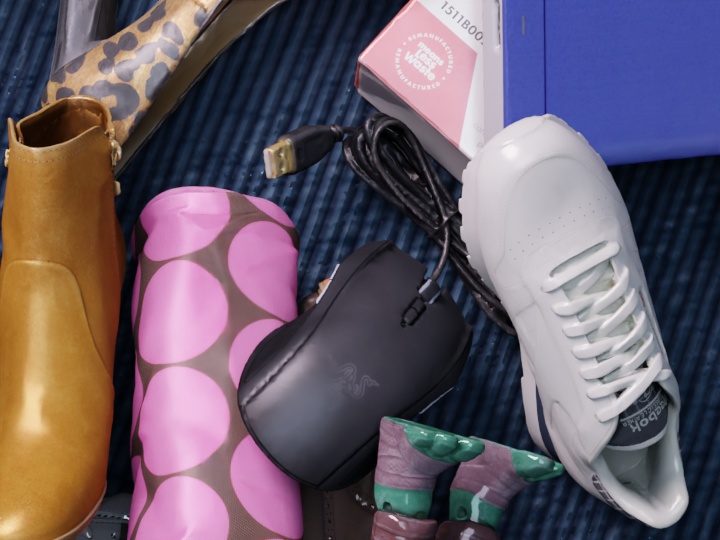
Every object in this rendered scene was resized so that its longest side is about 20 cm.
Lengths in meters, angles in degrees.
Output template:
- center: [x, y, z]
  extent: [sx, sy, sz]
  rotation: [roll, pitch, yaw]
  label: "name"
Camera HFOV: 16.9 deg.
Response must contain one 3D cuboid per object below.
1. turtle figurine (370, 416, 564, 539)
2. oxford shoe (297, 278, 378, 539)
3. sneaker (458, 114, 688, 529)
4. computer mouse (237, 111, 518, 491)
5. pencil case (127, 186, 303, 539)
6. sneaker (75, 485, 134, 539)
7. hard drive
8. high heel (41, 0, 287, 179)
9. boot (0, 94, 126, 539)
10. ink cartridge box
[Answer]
- center: [0.022, 0.166, 1.011]
  extent: [0.101, 0.150, 0.200]
  rotation: [13, 88, 21]
  label: "turtle figurine"
- center: [-0.012, 0.104, 1.098]
  extent: [0.073, 0.071, 0.200]
  rotation: [-11, 83, 1]
  label: "oxford shoe"
- center: [0.102, 0.022, 1.055]
  extent: [0.076, 0.081, 0.200]
  rotation: [-27, 125, -6]
  label: "sneaker"
- center: [0.000, 0.000, 1.063]
  extent: [0.140, 0.046, 0.200]
  rotation: [51, 42, 1]
  label: "computer mouse"
- center: [-0.068, 0.068, 1.072]
  extent: [0.091, 0.094, 0.200]
  rotation: [3, 64, -3]
  label: "pencil case"
- center: [-0.157, 0.105, 1.100]
  extent: [0.115, 0.075, 0.200]
  rotation: [-25, 91, -11]
  label: "sneaker"
- center: [0.150, -0.117, 1.078]
  extent: [0.200, 0.025, 0.132]
  rotation: [-7, 104, -21]
  label: "hard drive"
- center: [-0.049, -0.103, 1.118]
  extent: [0.200, 0.071, 0.143]
  rotation: [-2, 75, 16]
  label: "high heel"
- center: [-0.138, 0.016, 1.025]
  extent: [0.071, 0.201, 0.144]
  rotation: [3, 117, 2]
  label: "boot"
- center: [0.105, -0.127, 1.132]
  extent: [0.116, 0.068, 0.200]
  rotation: [41, 83, 4]
  label: "ink cartridge box"
